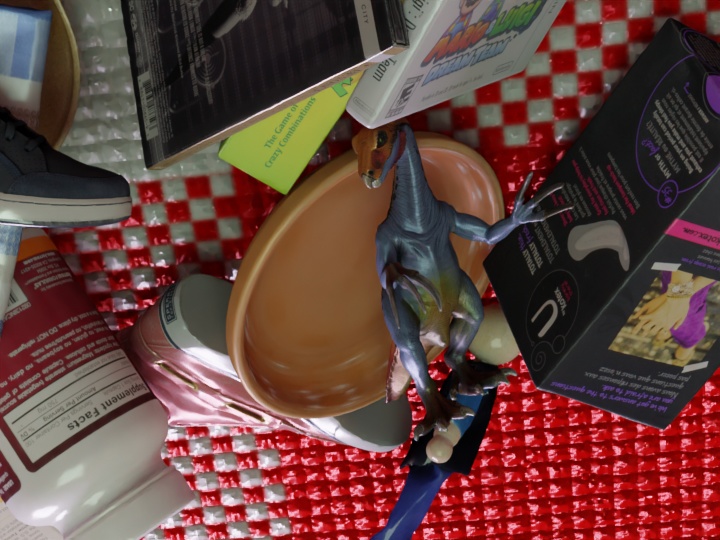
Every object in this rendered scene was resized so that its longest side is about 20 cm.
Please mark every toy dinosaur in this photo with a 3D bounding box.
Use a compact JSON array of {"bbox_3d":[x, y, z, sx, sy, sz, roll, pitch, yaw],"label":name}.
[{"bbox_3d":[0.022,-0.001,0.935,0.200,0.105,0.182,-12,104,51],"label":"toy dinosaur"}]

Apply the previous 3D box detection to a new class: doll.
[{"bbox_3d":[0.052,0.115,1.068,0.048,0.136,0.201,29,90,10],"label":"doll"}]

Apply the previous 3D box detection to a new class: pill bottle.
[{"bbox_3d":[-0.191,0.081,1.012,0.113,0.113,0.200,-36,85,20],"label":"pill bottle"}]

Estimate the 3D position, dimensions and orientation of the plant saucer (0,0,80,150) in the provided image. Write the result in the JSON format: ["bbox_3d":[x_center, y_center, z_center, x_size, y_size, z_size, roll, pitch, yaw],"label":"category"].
[{"bbox_3d":[-0.262,-0.130,0.971,0.199,0.036,0.201,0,122,1],"label":"plant saucer"}]

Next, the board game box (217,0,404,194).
[{"bbox_3d":[-0.006,-0.150,0.917,0.047,0.102,0.200,29,118,-14],"label":"board game box"}]

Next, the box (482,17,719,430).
[{"bbox_3d":[0.181,-0.024,0.973,0.106,0.123,0.200,19,122,-29],"label":"box"}]

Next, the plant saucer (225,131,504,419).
[{"bbox_3d":[0.000,0.000,1.001,0.199,0.037,0.201,-24,136,-26],"label":"plant saucer"}]

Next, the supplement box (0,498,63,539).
[{"bbox_3d":[-0.282,0.150,1.123,0.126,0.074,0.200,-33,116,19],"label":"supplement box"}]

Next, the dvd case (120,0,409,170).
[{"bbox_3d":[-0.059,-0.153,0.863,0.016,0.150,0.200,1,165,-44],"label":"dvd case"}]

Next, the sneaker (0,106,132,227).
[{"bbox_3d":[-0.211,-0.105,0.884,0.201,0.077,0.147,13,96,-8],"label":"sneaker"}]

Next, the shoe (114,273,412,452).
[{"bbox_3d":[-0.065,0.073,1.083,0.200,0.072,0.091,29,139,-28],"label":"shoe"}]

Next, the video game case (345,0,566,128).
[{"bbox_3d":[0.085,-0.168,0.861,0.024,0.200,0.182,39,119,14],"label":"video game case"}]

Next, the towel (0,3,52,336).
[{"bbox_3d":[-0.260,-0.061,0.932,0.146,0.024,0.201,10,96,-7],"label":"towel"}]
